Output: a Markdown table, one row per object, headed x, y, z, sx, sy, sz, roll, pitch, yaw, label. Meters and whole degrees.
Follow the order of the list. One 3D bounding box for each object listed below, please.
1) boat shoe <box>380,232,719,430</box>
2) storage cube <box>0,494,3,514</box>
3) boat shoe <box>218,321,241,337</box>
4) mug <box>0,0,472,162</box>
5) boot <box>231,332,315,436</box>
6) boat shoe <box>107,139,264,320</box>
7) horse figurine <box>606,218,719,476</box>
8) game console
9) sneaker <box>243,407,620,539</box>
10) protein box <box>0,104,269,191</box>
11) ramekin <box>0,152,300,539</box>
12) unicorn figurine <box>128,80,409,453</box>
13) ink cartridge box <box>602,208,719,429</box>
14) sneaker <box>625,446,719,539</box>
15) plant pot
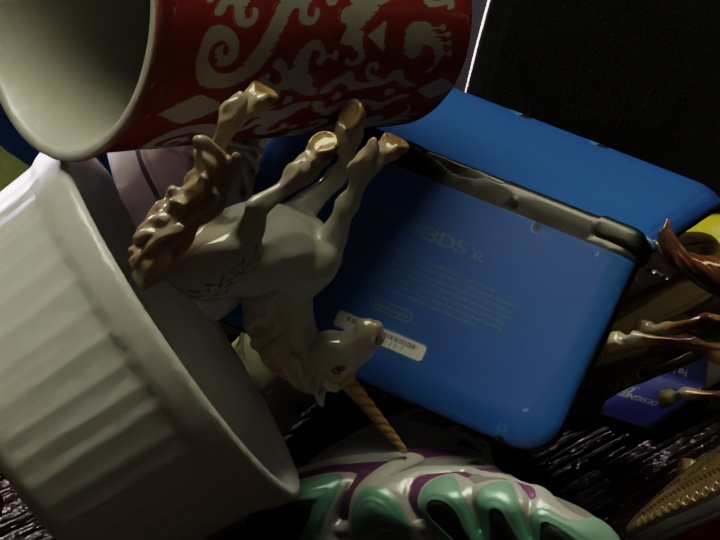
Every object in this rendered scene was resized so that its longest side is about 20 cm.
| x | y | z | sx | sy | sz | roll | pitch | yaw | label |
| --- | --- | --- | --- | --- | --- | --- | --- | --- | --- |
| 0.105 | 0.053 | 1.522 | 0.200 | 0.065 | 0.073 | -26 | 20 | 10 | boat shoe |
| -0.273 | 0.105 | 1.418 | 0.200 | 0.171 | 0.180 | -11 | 23 | -5 | storage cube |
| -0.027 | -0.017 | 1.742 | 0.200 | 0.065 | 0.073 | -22 | 28 | -25 | boat shoe |
| -0.061 | -0.140 | 1.368 | 0.200 | 0.178 | 0.133 | -3 | -18 | -40 | mug |
| 0.000 | 0.000 | 1.589 | 0.155 | 0.072 | 0.200 | -44 | 9 | 35 | boot |
| -0.082 | -0.062 | 1.437 | 0.065 | 0.074 | 0.200 | -34 | 47 | 13 | boat shoe |
| 0.198 | 0.049 | 1.409 | 0.132 | 0.200 | 0.050 | -3 | 55 | 21 | horse figurine |
| 0.052 | -0.010 | 1.470 | 0.200 | 0.171 | 0.118 | 22 | -7 | 22 | game console |
| 0.056 | 0.104 | 1.423 | 0.200 | 0.078 | 0.140 | 6 | 28 | 30 | sneaker |
| -0.128 | -0.106 | 1.658 | 0.198 | 0.135 | 0.200 | 31 | 43 | 29 | protein box |
| -0.122 | 0.046 | 1.373 | 0.098 | 0.201 | 0.201 | -33 | 24 | 4 | ramekin |
| -0.034 | -0.010 | 1.338 | 0.200 | 0.138 | 0.074 | 17 | 22 | -41 | unicorn figurine |
| 0.151 | 0.009 | 1.650 | 0.200 | 0.047 | 0.197 | -25 | 29 | -38 | ink cartridge box |
| 0.222 | 0.120 | 1.362 | 0.200 | 0.113 | 0.071 | -29 | 10 | 39 | sneaker |
| 0.152 | -0.149 | 1.751 | 0.200 | 0.178 | 0.200 | 4 | 11 | -2 | plant pot |
